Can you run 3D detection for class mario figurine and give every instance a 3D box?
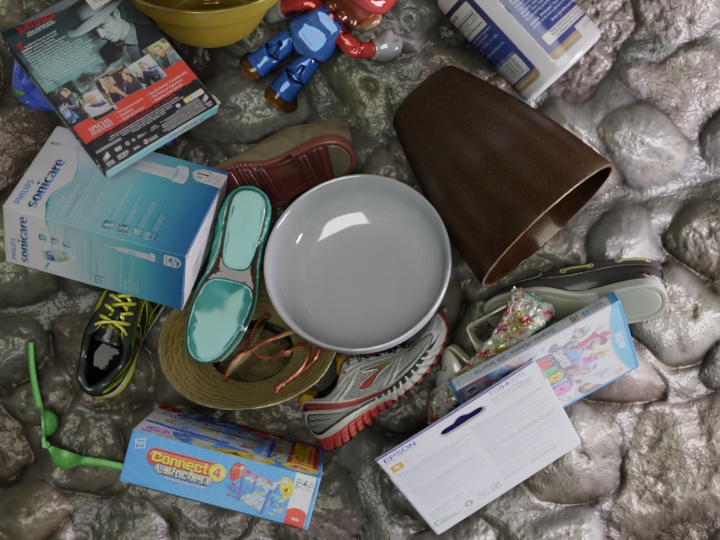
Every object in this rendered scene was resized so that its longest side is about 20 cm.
[{"bbox_3d":[-0.034,-0.267,1.413,0.200,0.106,0.123,-40,129,12],"label":"mario figurine"}]

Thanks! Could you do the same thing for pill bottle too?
[{"bbox_3d":[0.155,-0.291,1.380,0.111,0.111,0.200,-43,92,2],"label":"pill bottle"}]

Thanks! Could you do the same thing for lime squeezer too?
[{"bbox_3d":[-0.334,0.177,1.440,0.071,0.038,0.200,-41,91,2],"label":"lime squeezer"}]

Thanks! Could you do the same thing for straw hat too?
[{"bbox_3d":[-0.117,0.100,1.408,0.201,0.085,0.201,-5,50,6],"label":"straw hat"}]

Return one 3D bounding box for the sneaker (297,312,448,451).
[{"bbox_3d":[0.016,0.113,1.417,0.200,0.078,0.082,-39,92,2],"label":"sneaker"}]

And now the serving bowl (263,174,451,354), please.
[{"bbox_3d":[0.000,0.000,1.362,0.200,0.066,0.200,-3,69,7],"label":"serving bowl"}]

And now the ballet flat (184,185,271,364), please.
[{"bbox_3d":[-0.138,0.007,1.379,0.067,0.070,0.200,16,87,-1],"label":"ballet flat"}]

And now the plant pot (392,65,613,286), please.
[{"bbox_3d":[0.135,-0.119,1.369,0.187,0.187,0.200,-42,78,2],"label":"plant pot"}]

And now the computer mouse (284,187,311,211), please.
[{"bbox_3d":[-0.032,-0.013,1.426,0.140,0.046,0.200,25,93,-2],"label":"computer mouse"}]

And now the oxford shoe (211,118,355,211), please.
[{"bbox_3d":[-0.097,-0.115,1.420,0.200,0.075,0.070,-14,128,14],"label":"oxford shoe"}]

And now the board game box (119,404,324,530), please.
[{"bbox_3d":[-0.140,0.206,1.361,0.196,0.200,0.056,15,91,-1],"label":"board game box"}]

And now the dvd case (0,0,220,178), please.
[{"bbox_3d":[-0.266,-0.210,1.355,0.146,0.022,0.200,-35,78,-20],"label":"dvd case"}]

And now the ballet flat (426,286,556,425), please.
[{"bbox_3d":[0.132,0.092,1.408,0.064,0.076,0.200,46,110,5],"label":"ballet flat"}]

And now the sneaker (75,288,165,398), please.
[{"bbox_3d":[-0.260,0.052,1.410,0.074,0.085,0.200,17,93,-2],"label":"sneaker"}]

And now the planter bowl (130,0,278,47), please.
[{"bbox_3d":[-0.164,-0.298,1.372,0.200,0.200,0.083,1,133,0],"label":"planter bowl"}]

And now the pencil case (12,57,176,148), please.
[{"bbox_3d":[-0.284,-0.195,1.401,0.200,0.078,0.087,18,95,-1],"label":"pencil case"}]

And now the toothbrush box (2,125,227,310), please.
[{"bbox_3d":[-0.259,-0.059,1.360,0.200,0.146,0.085,15,134,2],"label":"toothbrush box"}]

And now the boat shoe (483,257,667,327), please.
[{"bbox_3d":[0.239,0.027,1.421,0.201,0.061,0.072,-6,130,14],"label":"boat shoe"}]

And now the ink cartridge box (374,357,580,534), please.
[{"bbox_3d":[0.125,0.183,1.377,0.196,0.200,0.043,-32,48,1],"label":"ink cartridge box"}]

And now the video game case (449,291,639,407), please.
[{"bbox_3d":[0.205,0.113,1.397,0.200,0.143,0.018,-29,50,0],"label":"video game case"}]
